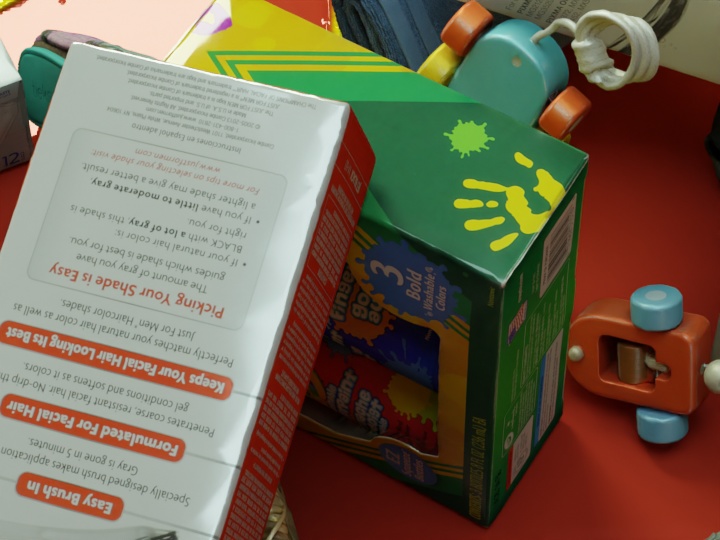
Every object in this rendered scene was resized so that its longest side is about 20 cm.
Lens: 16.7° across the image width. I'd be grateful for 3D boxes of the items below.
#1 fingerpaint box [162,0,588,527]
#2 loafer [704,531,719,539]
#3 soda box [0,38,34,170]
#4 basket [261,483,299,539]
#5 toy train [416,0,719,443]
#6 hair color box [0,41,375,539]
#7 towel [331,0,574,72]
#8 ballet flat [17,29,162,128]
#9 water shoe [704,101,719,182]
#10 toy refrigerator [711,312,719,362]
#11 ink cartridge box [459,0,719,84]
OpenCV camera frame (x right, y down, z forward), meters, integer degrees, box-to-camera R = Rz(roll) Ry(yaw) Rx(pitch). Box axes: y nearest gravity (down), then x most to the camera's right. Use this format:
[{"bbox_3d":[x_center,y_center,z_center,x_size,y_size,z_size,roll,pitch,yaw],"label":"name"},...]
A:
[{"bbox_3d":[0.000,0.000,1.007,0.167,0.200,0.073,27,62,17],"label":"fingerpaint box"},{"bbox_3d":[0.149,0.130,0.960,0.200,0.070,0.070,-33,62,15],"label":"loafer"},{"bbox_3d":[-0.225,-0.132,1.178,0.068,0.063,0.200,-22,59,-14],"label":"soda box"},{"bbox_3d":[-0.125,0.104,0.931,0.200,0.149,0.143,-12,94,1],"label":"basket"},{"bbox_3d":[0.097,-0.029,1.062,0.150,0.200,0.056,7,29,33],"label":"toy train"},{"bbox_3d":[-0.077,0.030,0.873,0.111,0.064,0.200,14,76,14],"label":"hair color box"},{"bbox_3d":[0.074,-0.153,1.163,0.200,0.112,0.049,-38,37,-20],"label":"towel"},{"bbox_3d":[-0.099,-0.073,1.091,0.071,0.069,0.200,-9,17,-18],"label":"ballet flat"},{"bbox_3d":[0.254,-0.038,1.115,0.200,0.072,0.079,22,65,26],"label":"water shoe"},{"bbox_3d":[0.204,-0.042,1.030,0.076,0.200,0.070,13,45,10],"label":"toy refrigerator"},{"bbox_3d":[0.146,-0.169,1.079,0.200,0.083,0.145,16,56,-15],"label":"ink cartridge box"}]
